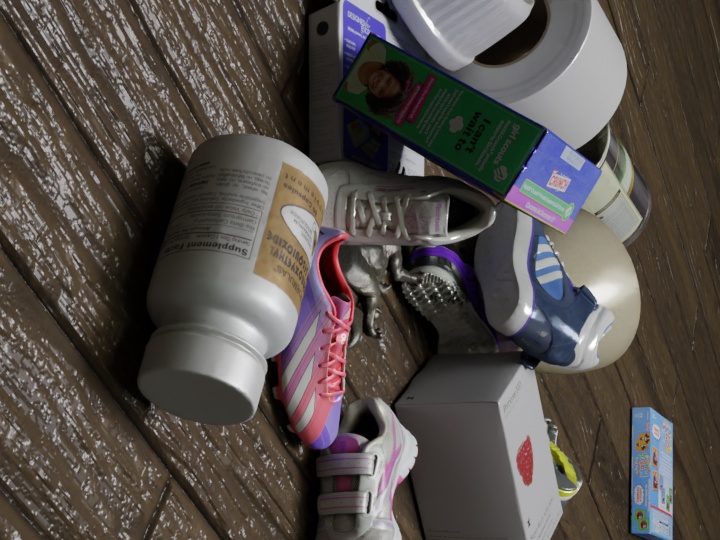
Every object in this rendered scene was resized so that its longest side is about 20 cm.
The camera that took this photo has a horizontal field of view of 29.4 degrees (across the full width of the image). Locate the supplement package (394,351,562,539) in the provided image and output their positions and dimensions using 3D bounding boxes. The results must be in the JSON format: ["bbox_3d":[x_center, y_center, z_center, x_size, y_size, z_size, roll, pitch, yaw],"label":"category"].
[{"bbox_3d":[0.129,0.202,1.458,0.121,0.119,0.201,-45,126,-56],"label":"supplement package"}]

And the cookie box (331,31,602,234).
[{"bbox_3d":[0.100,-0.122,1.254,0.075,0.200,0.171,-60,152,5],"label":"cookie box"}]

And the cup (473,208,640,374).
[{"bbox_3d":[0.198,0.036,1.578,0.143,0.200,0.201,-16,102,-39],"label":"cup"}]

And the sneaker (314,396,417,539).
[{"bbox_3d":[-0.008,0.196,1.240,0.201,0.081,0.088,-77,149,-46],"label":"sneaker"}]

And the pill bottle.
[{"bbox_3d":[-0.098,0.007,1.032,0.114,0.114,0.201,53,42,-48],"label":"pill bottle"}]

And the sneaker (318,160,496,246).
[{"bbox_3d":[0.027,-0.059,1.223,0.100,0.199,0.075,-158,-113,-71],"label":"sneaker"}]

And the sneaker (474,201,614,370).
[{"bbox_3d":[0.203,0.021,1.470,0.146,0.081,0.201,29,38,-23],"label":"sneaker"}]

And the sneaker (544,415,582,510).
[{"bbox_3d":[0.192,0.226,1.607,0.200,0.074,0.085,-108,-141,-66],"label":"sneaker"}]

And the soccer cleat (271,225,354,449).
[{"bbox_3d":[-0.036,0.059,1.193,0.067,0.076,0.201,-22,106,-63],"label":"soccer cleat"}]

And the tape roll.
[{"bbox_3d":[0.184,-0.241,1.539,0.139,0.202,0.204,39,53,-55],"label":"tape roll"}]

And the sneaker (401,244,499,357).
[{"bbox_3d":[0.106,0.027,1.495,0.200,0.069,0.100,60,28,-46],"label":"sneaker"}]

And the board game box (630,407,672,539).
[{"bbox_3d":[0.477,0.336,2.240,0.151,0.036,0.201,32,59,-59],"label":"board game box"}]

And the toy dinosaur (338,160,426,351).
[{"bbox_3d":[0.000,0.000,1.300,0.102,0.077,0.200,53,55,-24],"label":"toy dinosaur"}]

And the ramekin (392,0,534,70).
[{"bbox_3d":[0.096,-0.318,1.409,0.200,0.105,0.201,48,26,-34],"label":"ramekin"}]

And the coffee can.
[{"bbox_3d":[0.281,-0.121,1.780,0.200,0.146,0.147,41,51,-55],"label":"coffee can"}]

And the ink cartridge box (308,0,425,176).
[{"bbox_3d":[0.011,-0.184,1.356,0.198,0.043,0.201,16,74,-62],"label":"ink cartridge box"}]
